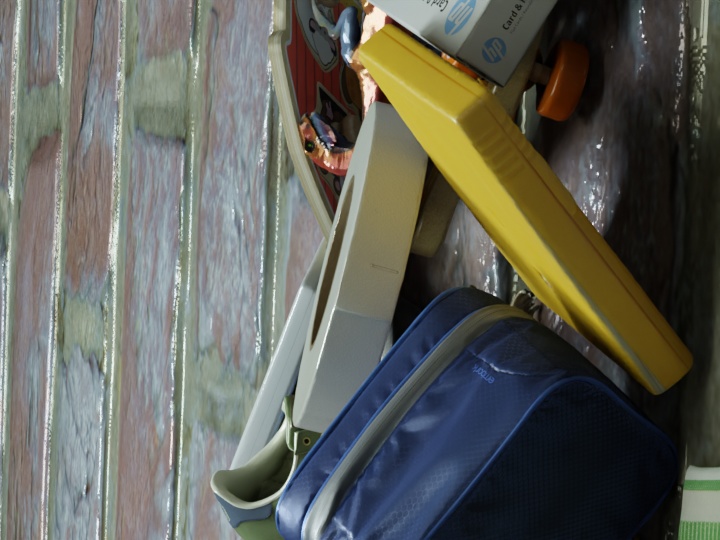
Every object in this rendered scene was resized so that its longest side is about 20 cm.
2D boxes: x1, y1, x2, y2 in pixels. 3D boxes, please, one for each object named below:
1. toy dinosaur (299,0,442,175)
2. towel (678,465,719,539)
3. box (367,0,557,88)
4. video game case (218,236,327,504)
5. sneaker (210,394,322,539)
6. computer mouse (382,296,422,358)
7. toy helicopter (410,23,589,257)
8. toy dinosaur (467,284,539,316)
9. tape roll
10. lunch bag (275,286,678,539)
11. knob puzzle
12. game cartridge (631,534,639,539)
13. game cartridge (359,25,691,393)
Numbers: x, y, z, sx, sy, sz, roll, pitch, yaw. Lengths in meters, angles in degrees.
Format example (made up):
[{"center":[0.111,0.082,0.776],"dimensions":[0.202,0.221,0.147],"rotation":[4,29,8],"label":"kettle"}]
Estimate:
[{"center":[0.004,-0.154,1.692],"dimensions":[0.200,0.104,0.182],"rotation":[40,-116,-74],"label":"toy dinosaur"},{"center":[0.197,0.197,1.366],"dimensions":[0.152,0.023,0.201],"rotation":[166,103,-70],"label":"towel"},{"center":[0.093,-0.212,1.535],"dimensions":[0.201,0.041,0.156],"rotation":[-58,24,6],"label":"box"},{"center":[-0.039,0.043,1.903],"dimensions":[0.182,0.022,0.201],"rotation":[-66,-2,-56],"label":"video game case"},{"center":[-0.009,0.105,1.714],"dimensions":[0.200,0.090,0.067],"rotation":[-42,24,18],"label":"sneaker"},{"center":[0.024,0.087,1.829],"dimensions":[0.200,0.052,0.139],"rotation":[104,164,-54],"label":"computer mouse"},{"center":[0.067,-0.096,1.665],"dimensions":[0.133,0.079,0.201],"rotation":[-89,19,-53],"label":"toy helicopter"},{"center":[0.070,0.074,1.621],"dimensions":[0.101,0.058,0.200],"rotation":[-39,17,37],"label":"toy dinosaur"},{"center":[0.000,0.000,1.626],"dimensions":[0.203,0.037,0.204],"rotation":[-166,90,-86],"label":"tape roll"},{"center":[0.053,0.121,1.484],"dimensions":[0.200,0.136,0.132],"rotation":[-50,42,-1],"label":"lunch bag"},{"center":[-0.009,-0.111,1.818],"dimensions":[0.220,0.030,0.221],"rotation":[-9,-90,-70],"label":"knob puzzle"},{"center":[0.119,0.191,1.579],"dimensions":[0.177,0.032,0.201],"rotation":[113,153,-47],"label":"game cartridge"},{"center":[0.085,-0.038,1.475],"dimensions":[0.200,0.032,0.176],"rotation":[53,176,-26],"label":"game cartridge"}]
